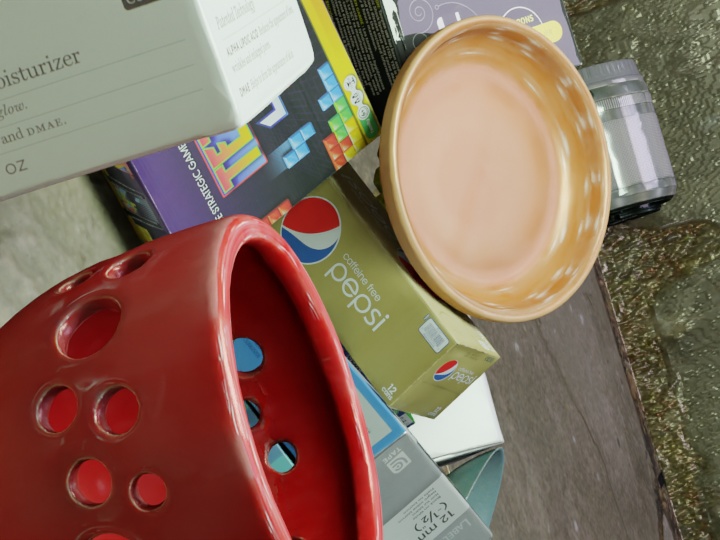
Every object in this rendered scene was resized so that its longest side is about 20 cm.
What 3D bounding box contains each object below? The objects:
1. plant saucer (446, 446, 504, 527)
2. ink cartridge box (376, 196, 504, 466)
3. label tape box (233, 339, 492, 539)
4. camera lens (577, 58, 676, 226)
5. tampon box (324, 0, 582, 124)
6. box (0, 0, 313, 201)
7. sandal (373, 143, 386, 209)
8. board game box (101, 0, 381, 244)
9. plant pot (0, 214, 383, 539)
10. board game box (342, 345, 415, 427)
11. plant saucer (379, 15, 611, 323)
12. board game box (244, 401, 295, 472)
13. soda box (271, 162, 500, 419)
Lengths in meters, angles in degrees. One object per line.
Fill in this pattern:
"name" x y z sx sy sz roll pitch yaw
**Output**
"plant saucer" 0.054 0.218 1.879 0.201 0.039 0.201 21 90 -79
"ink cartridge box" 0.028 0.053 1.909 0.145 0.084 0.200 141 -64 -74
"label tape box" 0.010 0.123 1.563 0.143 0.066 0.200 47 -1 42
"camera lens" 0.318 -0.161 3.337 0.160 0.160 0.200 0 74 -77
"tampon box" 0.025 -0.167 1.774 0.150 0.200 0.126 -22 97 -32
"box" -0.147 -0.118 1.236 0.200 0.199 0.131 -55 126 -73
"sandal" 0.050 -0.011 1.759 0.079 0.087 0.200 49 44 -60
"board game box" -0.093 -0.118 1.557 0.057 0.165 0.200 24 -31 48
"plant pot" -0.105 0.092 1.186 0.200 0.182 0.201 -16 90 -78
"board game box" -0.037 0.013 1.771 0.135 0.034 0.200 50 10 -52
"plant saucer" 0.083 -0.065 1.655 0.200 0.037 0.201 5 83 -41
"board game box" -0.019 0.174 1.543 0.200 0.047 0.151 51 -2 -30
"soda box" 0.000 0.000 1.651 0.200 0.064 0.068 53 16 25
